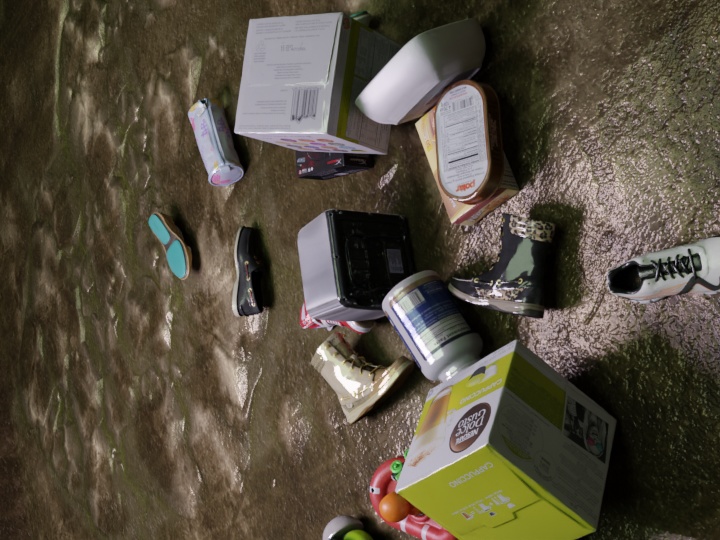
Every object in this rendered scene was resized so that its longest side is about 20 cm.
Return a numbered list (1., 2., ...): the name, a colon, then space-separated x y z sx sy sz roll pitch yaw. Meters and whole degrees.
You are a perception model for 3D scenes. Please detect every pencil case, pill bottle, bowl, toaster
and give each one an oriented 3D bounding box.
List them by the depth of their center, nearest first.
1. pill bottle: 0.130 0.108 1.541 0.111 0.111 0.200 -50 62 36
2. bowl: 0.107 -0.314 1.546 0.200 0.200 0.075 -39 82 44
3. toaster: 0.000 0.000 1.664 0.119 0.180 0.201 -25 70 49
4. pencil case: -0.323 -0.288 2.117 0.091 0.083 0.200 120 135 -59

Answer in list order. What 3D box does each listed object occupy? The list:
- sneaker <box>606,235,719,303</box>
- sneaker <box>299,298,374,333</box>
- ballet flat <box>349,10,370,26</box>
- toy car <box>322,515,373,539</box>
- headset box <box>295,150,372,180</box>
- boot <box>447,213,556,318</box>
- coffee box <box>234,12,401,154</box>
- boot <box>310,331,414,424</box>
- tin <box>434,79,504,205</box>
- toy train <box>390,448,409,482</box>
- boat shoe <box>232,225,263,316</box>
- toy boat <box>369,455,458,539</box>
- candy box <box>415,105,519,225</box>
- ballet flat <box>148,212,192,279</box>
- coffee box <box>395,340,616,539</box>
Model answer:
1. sneaker: 0.418 0.003 1.252 0.200 0.080 0.074 -25 69 45
2. sneaker: -0.049 0.090 1.797 0.200 0.071 0.113 48 120 48
3. ballet flat: -0.039 -0.449 1.815 0.200 0.069 0.070 2 90 53
4. toy car: -0.046 0.560 1.721 0.175 0.150 0.200 52 126 37
5. headset box: -0.055 -0.284 1.811 0.149 0.077 0.201 -6 86 49
6. boot: 0.224 -0.013 1.483 0.200 0.073 0.151 17 96 58
7. coffee box: -0.071 -0.317 1.639 0.199 0.198 0.201 7 90 33
8. boot: -0.001 0.171 1.714 0.156 0.073 0.200 54 135 13
9. tin: 0.169 -0.204 1.497 0.112 0.042 0.201 -14 76 46
10. toy train: 0.133 0.283 1.540 0.200 0.042 0.056 -42 45 3
11. boat shoe: -0.236 0.000 2.029 0.063 0.074 0.202 -6 72 13
12. toy boat: 0.085 0.390 1.588 0.200 0.130 0.131 8 95 49
13. candy box: 0.173 -0.189 1.557 0.115 0.055 0.200 -38 61 41
14. ballet flat: -0.440 -0.063 2.266 0.069 0.063 0.200 -45 63 28
15. coffee box: 0.206 0.261 1.329 0.200 0.200 0.198 -39 17 43
